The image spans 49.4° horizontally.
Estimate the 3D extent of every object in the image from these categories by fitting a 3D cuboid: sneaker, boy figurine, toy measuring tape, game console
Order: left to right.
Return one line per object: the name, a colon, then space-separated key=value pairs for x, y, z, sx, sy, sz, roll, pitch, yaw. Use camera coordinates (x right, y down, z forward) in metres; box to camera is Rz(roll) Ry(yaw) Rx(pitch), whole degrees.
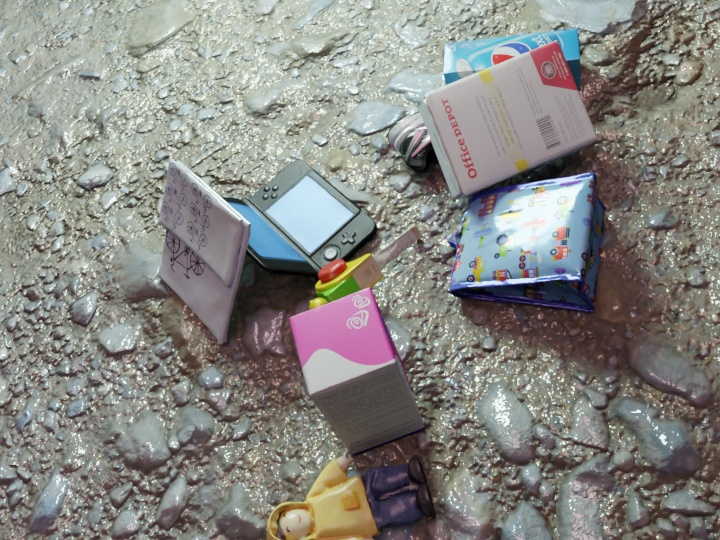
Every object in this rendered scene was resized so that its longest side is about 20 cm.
game console: x=-0.106 y=-0.084 z=1.112 sx=0.176 sy=0.117 sz=0.200 roll=-42 pitch=58 yaw=-10
boy figurine: x=-0.017 y=0.272 z=0.909 sx=0.198 sy=0.065 sz=0.125 roll=-16 pitch=60 yaw=3
toy measuring tape: x=0.000 y=0.000 z=1.072 sx=0.073 sy=0.074 sz=0.200 roll=32 pitch=57 yaw=29
sneaker: x=0.145 y=-0.205 z=1.147 sx=0.199 sy=0.080 sz=0.087 roll=-30 pitch=68 yaw=7

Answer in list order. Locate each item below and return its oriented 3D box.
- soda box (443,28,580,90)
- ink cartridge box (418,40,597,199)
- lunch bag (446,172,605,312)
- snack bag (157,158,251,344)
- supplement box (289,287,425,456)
soda box: x=0.226 y=-0.305 z=1.175 sx=0.198 sy=0.068 sz=0.065 roll=-3 pitch=59 yaw=14
ink cartridge box: x=0.196 y=-0.201 z=1.071 sx=0.198 sy=0.083 sz=0.146 roll=-22 pitch=89 yaw=-3
lunch bag: x=0.205 y=-0.036 z=1.020 sx=0.198 sy=0.094 sz=0.152 roll=1 pitch=63 yaw=27
snack bag: x=-0.227 y=-0.026 z=1.088 sx=0.021 sy=0.201 sz=0.188 roll=-14 pitch=42 yaw=-43
supplement box: x=0.000 y=0.123 z=0.908 sx=0.103 sy=0.200 sz=0.102 roll=-21 pitch=57 yaw=3
